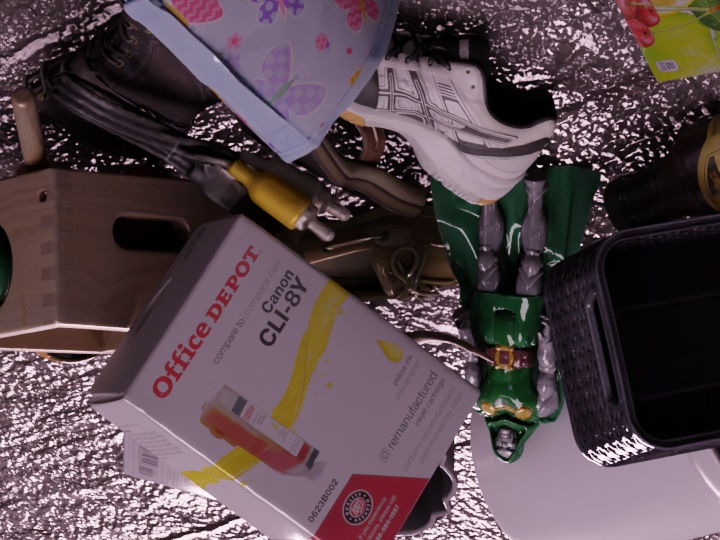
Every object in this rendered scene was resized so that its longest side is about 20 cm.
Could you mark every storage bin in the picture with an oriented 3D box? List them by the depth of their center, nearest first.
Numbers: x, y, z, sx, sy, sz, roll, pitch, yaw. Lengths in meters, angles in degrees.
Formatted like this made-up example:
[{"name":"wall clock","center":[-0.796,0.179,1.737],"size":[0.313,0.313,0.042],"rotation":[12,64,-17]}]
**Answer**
[{"name":"storage bin","center":[0.229,0.037,1.658],"size":[0.199,0.136,0.094],"rotation":[-9,172,-20]}]

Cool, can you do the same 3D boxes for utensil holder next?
[{"name":"utensil holder","center":[0.199,0.107,1.820],"size":[0.170,0.171,0.200],"rotation":[37,140,-30]}]

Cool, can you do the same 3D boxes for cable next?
[{"name":"cable","center":[-0.097,-0.080,1.677],"size":[0.200,0.097,0.050],"rotation":[35,104,-9]}]

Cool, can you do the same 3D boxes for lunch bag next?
[{"name":"lunch bag","center":[-0.068,-0.183,1.481],"size":[0.127,0.201,0.169],"rotation":[-20,134,37]}]

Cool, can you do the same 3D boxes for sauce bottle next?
[{"name":"sauce bottle","center":[0.239,-0.070,1.655],"size":[0.066,0.066,0.200],"rotation":[35,139,-28]}]

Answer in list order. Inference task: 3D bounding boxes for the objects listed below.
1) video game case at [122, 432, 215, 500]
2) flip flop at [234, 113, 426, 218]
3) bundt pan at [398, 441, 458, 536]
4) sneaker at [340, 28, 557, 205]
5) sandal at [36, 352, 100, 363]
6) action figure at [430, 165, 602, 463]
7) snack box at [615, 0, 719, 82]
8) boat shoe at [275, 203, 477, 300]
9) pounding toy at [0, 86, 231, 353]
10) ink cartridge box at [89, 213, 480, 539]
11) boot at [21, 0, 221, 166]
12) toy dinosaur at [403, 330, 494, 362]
[{"name":"video game case","center":[-0.080,0.127,1.892],"size":[0.181,0.023,0.200],"rotation":[16,155,2]},{"name":"flip flop","center":[-0.012,-0.084,1.698],"size":[0.081,0.058,0.200],"rotation":[30,-178,34]},{"name":"bundt pan","center":[-0.021,0.118,1.976],"size":[0.201,0.076,0.202],"rotation":[8,144,6]},{"name":"sneaker","center":[0.036,-0.126,1.652],"size":[0.200,0.076,0.088],"rotation":[31,124,-26]},{"name":"sandal","center":[-0.207,0.040,1.948],"size":[0.199,0.054,0.081],"rotation":[6,144,10]},{"name":"action figure","center":[0.100,0.031,1.756],"size":[0.118,0.055,0.201],"rotation":[5,107,24]},{"name":"snack box","center":[0.232,-0.197,1.484],"size":[0.199,0.068,0.169],"rotation":[-10,138,26]},{"name":"boat shoe","center":[-0.001,-0.002,1.821],"size":[0.200,0.063,0.073],"rotation":[1,143,16]},{"name":"pounding toy","center":[-0.192,-0.026,1.744],"size":[0.199,0.143,0.184],"rotation":[4,170,-42]},{"name":"ink cartridge box","center":[-0.048,0.080,1.680],"size":[0.200,0.146,0.083],"rotation":[37,163,-14]},{"name":"boot","center":[-0.152,-0.140,1.677],"size":[0.174,0.070,0.200],"rotation":[-21,134,37]},{"name":"toy dinosaur","center":[0.009,0.059,1.806],"size":[0.106,0.061,0.200],"rotation":[18,151,-13]}]
